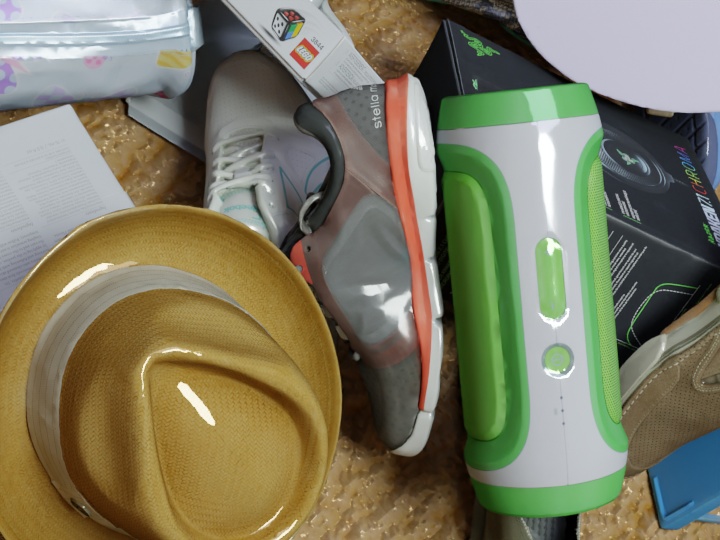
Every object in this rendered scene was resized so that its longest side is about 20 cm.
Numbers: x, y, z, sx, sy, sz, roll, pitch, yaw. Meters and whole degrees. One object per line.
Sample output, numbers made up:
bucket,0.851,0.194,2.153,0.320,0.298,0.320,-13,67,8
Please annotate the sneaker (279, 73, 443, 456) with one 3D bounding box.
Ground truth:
sneaker,0.000,0.000,0.731,0.081,0.203,0.077,-4,19,0

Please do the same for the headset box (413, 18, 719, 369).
headset box,0.108,-0.044,0.851,0.198,0.093,0.175,23,29,-16

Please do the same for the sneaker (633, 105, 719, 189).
sneaker,0.243,-0.135,1.040,0.081,0.074,0.203,16,56,-28

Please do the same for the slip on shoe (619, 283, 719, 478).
slip on shoe,0.202,0.054,0.771,0.075,0.200,0.061,16,35,-43

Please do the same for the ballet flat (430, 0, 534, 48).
ballet flat,0.098,-0.206,0.995,0.198,0.075,0.069,18,48,-21

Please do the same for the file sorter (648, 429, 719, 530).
file sorter,0.271,0.055,0.849,0.121,0.200,0.141,10,56,-28

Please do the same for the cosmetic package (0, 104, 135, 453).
cosmetic package,-0.189,0.018,0.694,0.199,0.052,0.152,-25,74,-39

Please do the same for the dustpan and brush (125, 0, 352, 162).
dustpan and brush,-0.044,-0.145,0.880,0.138,0.057,0.202,30,49,-11

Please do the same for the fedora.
fedora,-0.076,0.071,0.647,0.198,0.081,0.204,-8,104,-32

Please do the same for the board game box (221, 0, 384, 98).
board game box,-0.069,-0.166,0.791,0.200,0.035,0.126,47,5,13

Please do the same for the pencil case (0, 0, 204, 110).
pencil case,-0.185,-0.125,0.750,0.197,0.090,0.085,-8,90,-29

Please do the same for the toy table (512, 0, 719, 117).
toy table,0.201,-0.179,0.902,0.197,0.186,0.117,20,23,5

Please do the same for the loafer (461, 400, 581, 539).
loafer,0.103,0.101,0.803,0.074,0.070,0.202,16,54,-21

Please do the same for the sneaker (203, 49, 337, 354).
sneaker,-0.052,-0.035,0.767,0.069,0.080,0.203,-14,68,12

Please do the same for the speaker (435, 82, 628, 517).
speaker,0.085,0.013,0.704,0.087,0.088,0.203,-10,98,-35
